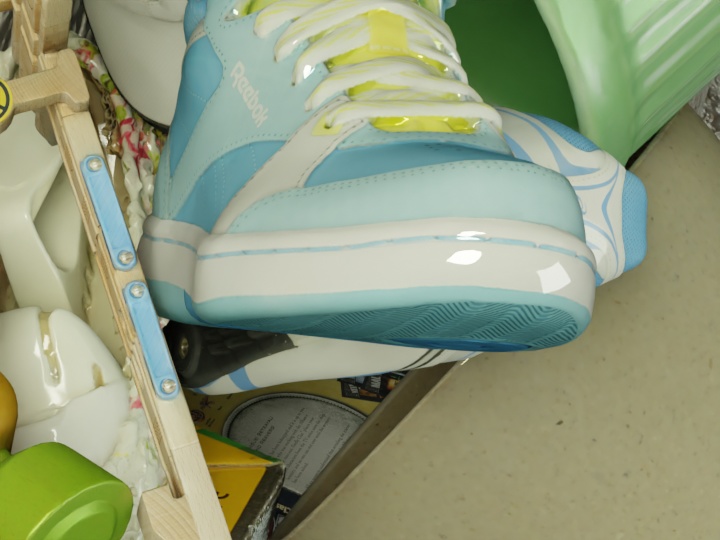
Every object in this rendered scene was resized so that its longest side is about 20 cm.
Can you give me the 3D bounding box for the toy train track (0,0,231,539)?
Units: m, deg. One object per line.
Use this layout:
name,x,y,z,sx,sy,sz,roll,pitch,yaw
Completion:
toy train track,-0.077,-0.018,0.642,0.115,0.032,0.200,114,-43,-71

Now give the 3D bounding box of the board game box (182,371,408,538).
board game box,-0.027,0.029,1.013,0.200,0.135,0.035,-53,164,-54

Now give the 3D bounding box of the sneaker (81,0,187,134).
sneaker,-0.064,-0.112,0.685,0.080,0.074,0.200,-51,148,-40

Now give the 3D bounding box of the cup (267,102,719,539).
cup,0.086,0.066,0.849,0.200,0.143,0.200,-47,-179,1

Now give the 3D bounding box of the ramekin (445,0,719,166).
ramekin,0.036,-0.120,0.767,0.098,0.200,0.200,-37,161,-15

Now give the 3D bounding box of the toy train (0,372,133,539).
toy train,-0.099,0.032,0.621,0.085,0.116,0.200,-21,138,-43

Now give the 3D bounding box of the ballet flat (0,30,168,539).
ballet flat,-0.088,0.014,0.736,0.064,0.075,0.200,64,16,-52

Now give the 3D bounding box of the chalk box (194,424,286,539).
chalk box,-0.116,0.141,0.815,0.124,0.124,0.200,-58,167,-50

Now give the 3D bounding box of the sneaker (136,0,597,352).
sneaker,-0.001,-0.049,0.610,0.200,0.079,0.131,-176,-87,-67

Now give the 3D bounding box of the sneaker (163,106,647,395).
sneaker,0.000,0.000,0.752,0.200,0.072,0.072,-11,-109,52
